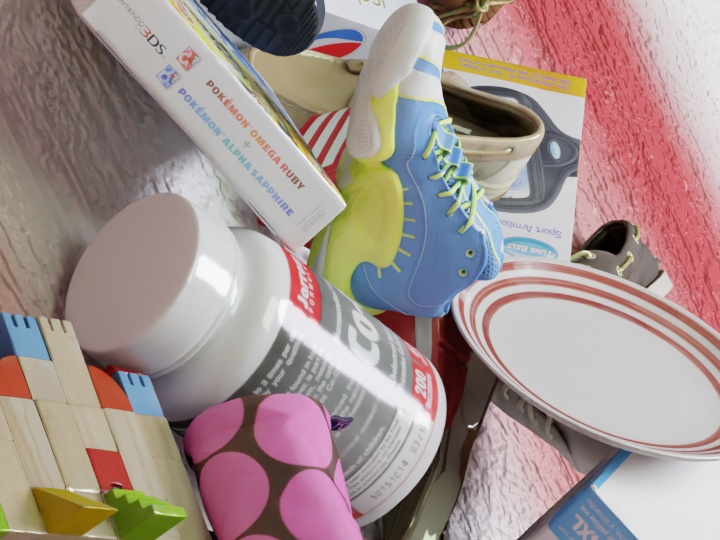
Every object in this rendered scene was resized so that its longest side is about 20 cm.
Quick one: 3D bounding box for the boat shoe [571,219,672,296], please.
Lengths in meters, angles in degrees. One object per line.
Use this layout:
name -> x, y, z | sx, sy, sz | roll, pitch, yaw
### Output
boat shoe -> 0.150, 0.015, 1.974 | 0.060, 0.072, 0.200 | 63, 27, -3

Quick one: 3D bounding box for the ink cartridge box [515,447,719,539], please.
ink cartridge box -> 0.135, 0.201, 1.728 | 0.125, 0.200, 0.128 | 47, 32, 4

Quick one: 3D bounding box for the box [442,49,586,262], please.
box -> 0.076, -0.051, 1.877 | 0.118, 0.042, 0.201 | 11, 47, -4

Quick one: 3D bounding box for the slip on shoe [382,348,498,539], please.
slip on shoe -> 0.031, 0.115, 1.748 | 0.060, 0.076, 0.201 | 19, 50, 3

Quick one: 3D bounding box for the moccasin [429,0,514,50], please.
moccasin -> 0.068, -0.188, 1.933 | 0.078, 0.073, 0.201 | 63, -4, 2

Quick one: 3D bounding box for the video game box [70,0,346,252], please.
video game box -> -0.098, -0.118, 1.634 | 0.182, 0.047, 0.200 | 46, 5, -26

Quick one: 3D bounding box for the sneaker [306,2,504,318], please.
sneaker -> 0.039, -0.053, 1.636 | 0.104, 0.201, 0.076 | 15, 40, -4

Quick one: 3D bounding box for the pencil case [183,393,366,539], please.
pencil case -> -0.025, 0.159, 1.496 | 0.094, 0.090, 0.201 | 89, -14, -53

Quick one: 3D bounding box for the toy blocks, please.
toy blocks -> -0.158, 0.084, 1.469 | 0.199, 0.100, 0.137 | 13, 48, -53

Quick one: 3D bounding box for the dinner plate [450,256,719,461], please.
dinner plate -> 0.142, 0.055, 1.714 | 0.199, 0.024, 0.201 | 19, 27, -10

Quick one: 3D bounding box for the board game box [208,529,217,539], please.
board game box -> -0.003, 0.214, 1.534 | 0.199, 0.035, 0.136 | 13, 47, -2

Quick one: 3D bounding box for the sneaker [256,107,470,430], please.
sneaker -> 0.000, 0.000, 1.746 | 0.078, 0.115, 0.201 | 48, 39, -68

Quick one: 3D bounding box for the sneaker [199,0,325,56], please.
sneaker -> -0.083, -0.212, 1.695 | 0.200, 0.070, 0.082 | 50, 31, -3

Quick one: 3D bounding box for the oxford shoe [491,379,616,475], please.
oxford shoe -> 0.120, 0.076, 1.825 | 0.057, 0.076, 0.200 | 9, 20, -37

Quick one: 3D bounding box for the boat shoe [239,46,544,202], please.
boat shoe -> 0.015, -0.101, 1.804 | 0.199, 0.065, 0.072 | 19, 48, -19

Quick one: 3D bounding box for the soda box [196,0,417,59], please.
soda box -> -0.046, -0.172, 1.815 | 0.199, 0.063, 0.069 | 14, 57, -53

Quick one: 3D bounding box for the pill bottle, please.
pill bottle -> -0.056, 0.048, 1.606 | 0.200, 0.113, 0.114 | 38, 41, -38
